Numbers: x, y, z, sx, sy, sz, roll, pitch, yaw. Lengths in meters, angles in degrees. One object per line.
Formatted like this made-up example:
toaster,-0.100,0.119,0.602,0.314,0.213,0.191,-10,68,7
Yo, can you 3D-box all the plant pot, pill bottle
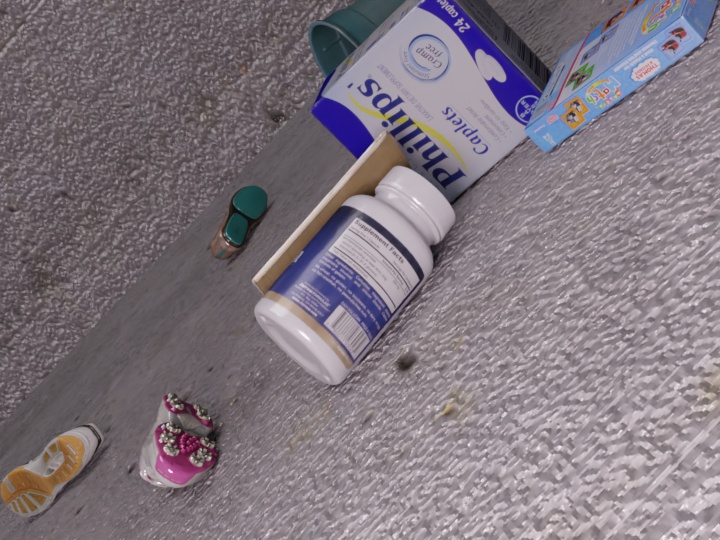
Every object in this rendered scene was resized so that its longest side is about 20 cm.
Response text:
plant pot,0.054,-0.357,2.114,0.196,0.201,0.200,-41,11,-16
pill bottle,0.000,0.000,1.307,0.200,0.111,0.111,-49,13,-15

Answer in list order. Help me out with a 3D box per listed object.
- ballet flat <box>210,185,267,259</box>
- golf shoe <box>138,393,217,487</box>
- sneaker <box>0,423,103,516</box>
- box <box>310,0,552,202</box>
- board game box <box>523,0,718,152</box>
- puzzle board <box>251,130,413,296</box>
ballet flat,-0.223,-0.084,2.440,0.067,0.068,0.201,-46,9,33
golf shoe,-0.202,0.204,1.472,0.092,0.075,0.200,-60,8,8
sneaker,-0.449,0.294,2.021,0.199,0.076,0.088,-35,0,31
box,0.081,-0.187,1.463,0.200,0.184,0.105,-41,15,25
board game box,0.254,-0.212,1.304,0.199,0.037,0.152,-36,16,42
puzzle board,-0.011,-0.025,1.383,0.200,0.151,0.017,-48,50,-10
